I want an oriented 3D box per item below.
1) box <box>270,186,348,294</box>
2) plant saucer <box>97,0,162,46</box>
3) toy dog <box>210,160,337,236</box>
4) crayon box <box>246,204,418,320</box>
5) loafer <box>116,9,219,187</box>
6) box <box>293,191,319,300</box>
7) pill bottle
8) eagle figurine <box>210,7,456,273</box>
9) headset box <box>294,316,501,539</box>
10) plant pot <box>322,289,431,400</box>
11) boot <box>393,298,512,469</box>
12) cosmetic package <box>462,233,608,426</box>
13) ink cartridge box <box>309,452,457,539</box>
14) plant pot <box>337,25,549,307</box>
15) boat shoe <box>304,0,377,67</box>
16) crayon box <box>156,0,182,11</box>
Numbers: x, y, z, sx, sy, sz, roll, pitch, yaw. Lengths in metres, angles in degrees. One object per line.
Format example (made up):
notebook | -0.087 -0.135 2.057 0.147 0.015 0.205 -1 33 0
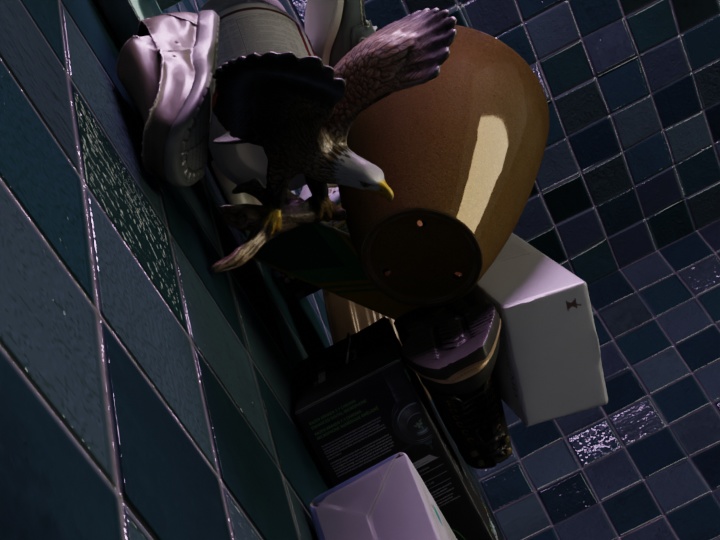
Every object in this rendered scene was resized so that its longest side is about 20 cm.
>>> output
box | -0.006 -0.071 1.369 0.038 0.136 0.200 52 30 -24
plant saucer | -0.192 -0.218 1.137 0.201 0.027 0.200 63 2 -4
toy dog | -0.053 -0.153 1.302 0.194 0.200 0.140 63 2 -3
crayon box | 0.000 0.000 1.185 0.199 0.052 0.126 24 3 -2
loafer | -0.140 -0.125 0.961 0.200 0.069 0.075 -93 -171 -57
box | -0.090 -0.068 1.464 0.201 0.040 0.137 64 4 0
pill bottle | -0.086 -0.159 1.140 0.110 0.109 0.200 61 5 -36
eagle figurine | -0.029 -0.105 0.948 0.152 0.150 0.200 -80 -176 -48
headset box | 0.025 0.146 1.087 0.200 0.093 0.174 62 2 -8
plant pot | 0.028 0.079 1.368 0.201 0.092 0.202 -14 90 -86
boot | 0.089 0.099 1.022 0.200 0.077 0.139 -95 161 -82
cosmetic package | 0.128 0.042 1.103 0.200 0.071 0.102 -132 -152 -73
ink cartridge box | 0.050 0.236 0.878 0.200 0.076 0.137 59 6 -41
plant pot | 0.058 -0.067 1.083 0.200 0.186 0.187 -80 148 -51
boat shoe | -0.012 -0.196 1.194 0.073 0.062 0.201 -140 -127 -62
crayon box | -0.194 -0.336 1.235 0.058 0.119 0.200 65 4 35
